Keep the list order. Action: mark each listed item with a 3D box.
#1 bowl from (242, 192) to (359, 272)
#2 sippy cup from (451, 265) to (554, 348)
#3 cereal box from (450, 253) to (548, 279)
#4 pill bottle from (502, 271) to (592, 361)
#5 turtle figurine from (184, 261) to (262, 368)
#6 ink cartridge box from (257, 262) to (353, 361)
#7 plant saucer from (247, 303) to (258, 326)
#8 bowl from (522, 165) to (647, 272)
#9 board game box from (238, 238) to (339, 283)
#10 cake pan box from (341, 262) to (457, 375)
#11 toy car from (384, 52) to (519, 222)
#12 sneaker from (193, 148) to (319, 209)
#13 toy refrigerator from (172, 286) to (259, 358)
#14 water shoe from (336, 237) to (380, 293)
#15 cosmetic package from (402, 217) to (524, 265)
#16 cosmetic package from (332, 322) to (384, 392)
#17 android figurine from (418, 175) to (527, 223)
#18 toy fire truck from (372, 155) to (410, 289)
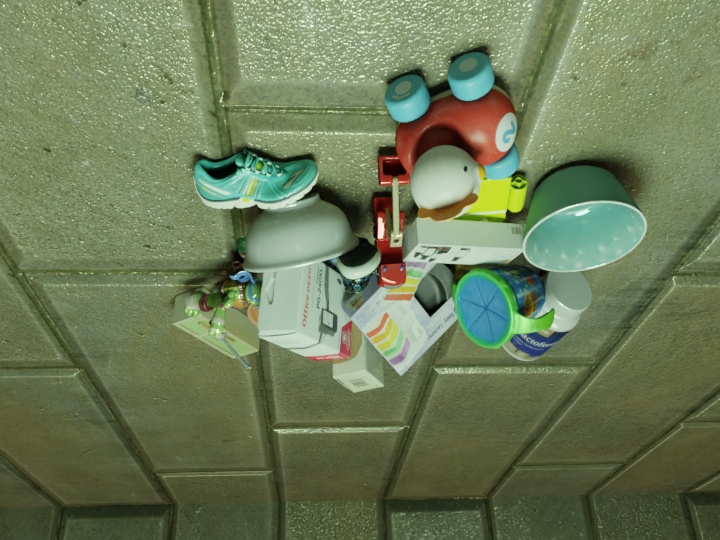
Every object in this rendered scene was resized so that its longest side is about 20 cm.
[{"bbox_3d":[-0.104,-0.069,1.151,0.195,0.093,0.201,-12,-167,3],"label":"bowl"},{"bbox_3d":[0.256,0.052,1.269,0.128,0.180,0.140,-17,155,-38],"label":"sippy cup"},{"bbox_3d":[0.271,0.012,1.398,0.193,0.041,0.145,-1,149,-4],"label":"cereal box"},{"bbox_3d":[0.350,0.081,1.368,0.112,0.119,0.201,7,147,-15],"label":"pill bottle"},{"bbox_3d":[-0.235,0.090,1.338,0.191,0.145,0.203,3,133,46],"label":"turtle figurine"},{"bbox_3d":[-0.092,0.067,1.275,0.081,0.150,0.199,-5,160,25],"label":"ink cartridge box"},{"bbox_3d":[-0.136,0.075,1.476,0.194,0.038,0.202,-1,149,-1],"label":"plant saucer"},{"bbox_3d":[0.355,-0.094,1.168,0.194,0.108,0.203,-2,148,-1],"label":"bowl"},{"bbox_3d":[-0.113,-0.023,1.325,0.194,0.030,0.136,-7,149,7],"label":"board game box"},{"bbox_3d":[0.089,0.065,1.329,0.199,0.052,0.185,-43,125,-5],"label":"cake pan box"},{"bbox_3d":[0.131,-0.141,0.958,0.172,0.204,0.186,-14,139,18],"label":"toy car"},{"bbox_3d":[-0.160,-0.142,1.089,0.194,0.079,0.081,-6,137,3],"label":"sneaker"},{"bbox_3d":[-0.298,0.116,1.498,0.074,0.072,0.200,-17,145,23],"label":"toy refrigerator"},{"bbox_3d":[0.000,0.000,1.159,0.069,0.081,0.200,-7,-167,1],"label":"water shoe"},{"bbox_3d":[0.173,-0.046,1.209,0.194,0.052,0.083,2,162,-16],"label":"cosmetic package"},{"bbox_3d":[-0.008,0.122,1.398,0.069,0.205,0.105,-14,149,19],"label":"cosmetic package"},{"bbox_3d":[0.183,-0.119,1.181,0.176,0.042,0.202,-3,147,1],"label":"android figurine"},{"bbox_3d":[0.050,-0.072,1.139,0.047,0.207,0.141,-3,-179,-5],"label":"toy fire truck"}]
